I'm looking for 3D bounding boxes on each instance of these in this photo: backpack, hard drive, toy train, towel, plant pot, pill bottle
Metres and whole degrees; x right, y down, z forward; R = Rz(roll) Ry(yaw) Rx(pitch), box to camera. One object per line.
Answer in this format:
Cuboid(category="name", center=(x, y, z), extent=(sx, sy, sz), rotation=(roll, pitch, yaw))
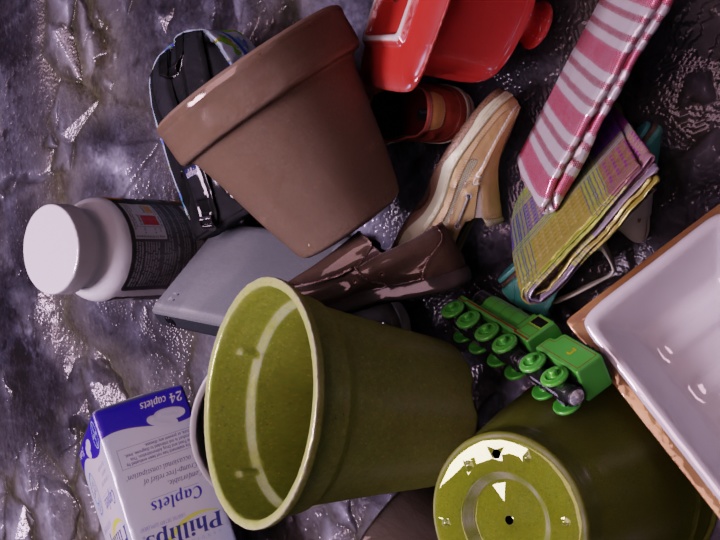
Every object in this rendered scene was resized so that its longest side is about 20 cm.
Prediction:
Cuboid(category="backpack", center=(-0.147, -0.161, 1.046), extent=(0.163, 0.154, 0.201), rotation=(-29, 95, 38))
Cuboid(category="hard drive", center=(-0.107, 0.014, 1.022), extent=(0.199, 0.140, 0.033), rotation=(8, 139, 36))
Cuboid(category="toy train", center=(0.132, 0.059, 0.799), extent=(0.042, 0.056, 0.200), rotation=(62, 168, -26))
Cuboid(category="towel", center=(0.174, -0.061, 0.787), extent=(0.023, 0.200, 0.144), rotation=(34, 112, -11))
Cuboid(category="plant pot", center=(0.161, 0.180, 0.779), extent=(0.199, 0.192, 0.202), rotation=(0, 91, 36))
Cuboid(category="pill bottle", center=(-0.264, -0.024, 1.086), extent=(0.116, 0.199, 0.117), rotation=(0, 90, 35))
Cuboid(category="plant pot", center=(-0.054, -0.114, 0.887), extent=(0.200, 0.200, 0.175), rotation=(-30, 100, 33))
Cuboid(category="plant pot", center=(-0.009, 0.115, 0.824), extent=(0.200, 0.183, 0.202), rotation=(-19, 67, 56))
Cuboid(category="towel", center=(0.190, -0.149, 0.796), extent=(0.030, 0.147, 0.201), rotation=(24, 110, -6))

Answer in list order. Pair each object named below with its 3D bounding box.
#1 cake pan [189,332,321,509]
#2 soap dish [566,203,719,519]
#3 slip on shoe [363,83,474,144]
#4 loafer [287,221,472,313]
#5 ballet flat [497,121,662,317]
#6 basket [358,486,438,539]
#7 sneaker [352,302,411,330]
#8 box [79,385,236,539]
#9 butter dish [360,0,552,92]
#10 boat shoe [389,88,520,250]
Cuboid(category="cake pan", center=(-0.065, 0.136, 0.926), extent=(0.037, 0.199, 0.202), rotation=(-128, 55, -64))
Cuboid(category="soap dish", center=(0.281, 0.071, 0.735), extent=(0.157, 0.081, 0.200), rotation=(-39, 67, 8))
Cuboid(category="slip on shoe", center=(0.018, -0.154, 0.957), extent=(0.199, 0.061, 0.075), rotation=(7, 96, 44))
Cuboid(category="loafer", center=(0.000, 0.000, 0.894), extent=(0.198, 0.073, 0.072), rotation=(-12, 90, 6))
Cuboid(category="ballet flat", center=(0.204, -0.035, 0.833), extent=(0.070, 0.067, 0.200), rotation=(41, 116, 2))
Cuboid(category="basket", center=(0.090, 0.313, 0.874), extent=(0.200, 0.136, 0.181), rotation=(35, 92, 26))
Cuboid(category="sneaker", center=(-0.039, 0.082, 0.993), extent=(0.199, 0.082, 0.078), rotation=(-21, 78, 35))
Cuboid(category="box", center=(-0.230, 0.258, 1.082), extent=(0.201, 0.104, 0.184), rotation=(67, 153, 15))
Cuboid(category="butter dish", center=(0.100, -0.239, 0.856), extent=(0.200, 0.147, 0.201), rotation=(-138, 65, -72))
Cuboid(category="boat shoe", center=(0.104, -0.069, 0.904), extent=(0.076, 0.072, 0.201), rotation=(36, 119, 15))
